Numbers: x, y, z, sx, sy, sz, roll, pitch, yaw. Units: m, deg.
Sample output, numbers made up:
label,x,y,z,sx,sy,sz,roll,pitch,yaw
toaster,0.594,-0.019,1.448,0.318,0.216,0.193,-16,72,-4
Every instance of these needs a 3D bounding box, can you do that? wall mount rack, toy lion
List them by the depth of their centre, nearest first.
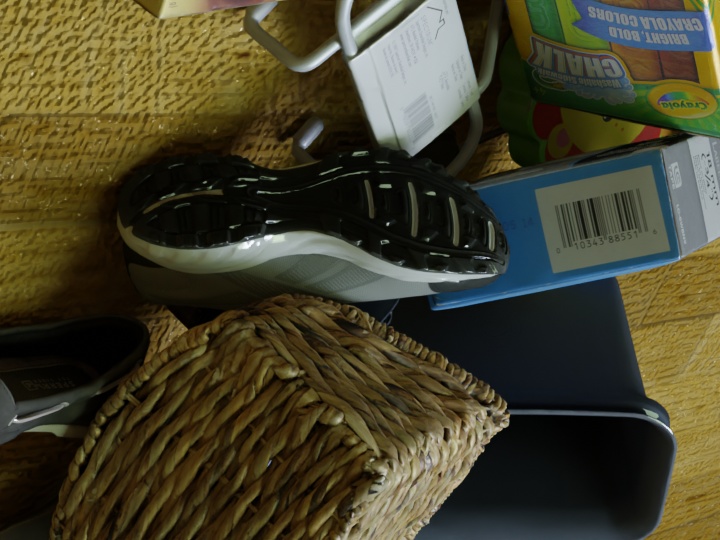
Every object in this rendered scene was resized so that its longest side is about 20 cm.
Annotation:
label,x,y,z,sx,sy,sz,roll,pitch,yaw
wall mount rack,0.029,-0.134,1.114,0.174,0.075,0.200,-41,150,-13
toy lion,0.167,-0.137,1.299,0.192,0.069,0.200,24,88,-44

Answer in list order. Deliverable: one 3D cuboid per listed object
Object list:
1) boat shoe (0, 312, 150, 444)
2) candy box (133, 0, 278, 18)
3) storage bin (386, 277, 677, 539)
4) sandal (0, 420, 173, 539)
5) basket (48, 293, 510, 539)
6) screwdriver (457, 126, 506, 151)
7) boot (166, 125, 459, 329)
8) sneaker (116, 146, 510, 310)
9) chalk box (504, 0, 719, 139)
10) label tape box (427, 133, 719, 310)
label,x,y,z,sx,sy,sz,roll,pitch,yaw
boat shoe,-0.172,0.049,1.031,0.057,0.067,0.200,-55,158,19
candy box,-0.038,-0.214,0.939,0.117,0.056,0.200,-16,137,-47
storage bin,0.077,0.079,1.285,0.200,0.134,0.146,1,137,-1
sandal,-0.153,0.145,1.176,0.200,0.080,0.054,-49,-171,-21
basket,-0.051,0.106,1.099,0.200,0.143,0.149,-54,163,25
screwdriver,0.102,-0.095,1.313,0.200,0.029,0.028,-21,136,-37
boot,0.000,0.000,1.181,0.200,0.097,0.075,-35,162,-25
sneaker,-0.024,-0.014,1.101,0.200,0.074,0.079,2,142,-7
chalk box,0.157,-0.157,1.149,0.124,0.124,0.200,-57,144,-31
label tape box,0.132,-0.035,1.205,0.200,0.144,0.063,-21,98,-65
